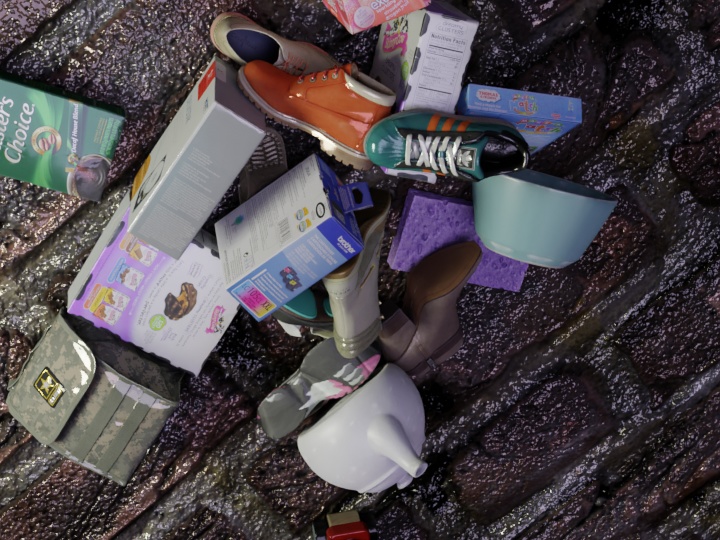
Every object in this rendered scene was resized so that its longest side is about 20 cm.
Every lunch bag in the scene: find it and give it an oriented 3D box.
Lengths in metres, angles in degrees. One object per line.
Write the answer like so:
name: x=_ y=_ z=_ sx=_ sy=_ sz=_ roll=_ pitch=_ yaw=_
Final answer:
lunch bag: x=-0.355 y=0.161 z=1.661 sx=0.198 sy=0.118 sz=0.165 roll=30 pitch=112 yaw=-15

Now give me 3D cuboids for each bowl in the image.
bowl: x=0.227 y=-0.070 z=1.648 sx=0.198 sy=0.201 sz=0.107 roll=12 pitch=102 yaw=-17

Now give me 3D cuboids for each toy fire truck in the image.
toy fire truck: x=0.010 y=0.470 z=1.826 sx=0.127 sy=0.200 sz=0.179 roll=-7 pitch=113 yaw=-9

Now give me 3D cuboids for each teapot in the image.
teapot: x=0.019 y=0.235 z=1.716 sx=0.197 sy=0.200 sz=0.147 roll=-38 pitch=91 yaw=29

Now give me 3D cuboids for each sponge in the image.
sponge: x=0.146 y=-0.041 z=1.742 sx=0.197 sy=0.030 sz=0.113 roll=10 pitch=110 yaw=-18

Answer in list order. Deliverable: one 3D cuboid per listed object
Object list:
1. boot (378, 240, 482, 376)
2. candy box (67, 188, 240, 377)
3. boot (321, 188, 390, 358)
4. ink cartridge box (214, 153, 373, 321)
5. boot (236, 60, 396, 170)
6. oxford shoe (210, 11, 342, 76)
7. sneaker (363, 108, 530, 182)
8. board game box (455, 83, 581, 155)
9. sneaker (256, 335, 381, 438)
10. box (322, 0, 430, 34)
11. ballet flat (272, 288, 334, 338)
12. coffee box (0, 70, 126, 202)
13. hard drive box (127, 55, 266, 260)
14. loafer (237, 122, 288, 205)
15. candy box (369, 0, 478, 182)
boot: x=0.109 y=0.060 z=1.745 sx=0.199 sy=0.071 sz=0.146 roll=-35 pitch=136 yaw=6
candy box: x=-0.259 y=0.018 z=1.652 sx=0.199 sy=0.072 sz=0.169 roll=30 pitch=103 yaw=-21
boot: x=0.000 y=0.000 z=1.659 sx=0.071 sy=0.201 sz=0.156 roll=3 pitch=128 yaw=17
ink cartridge box: x=-0.079 y=-0.051 z=1.559 sx=0.199 sy=0.137 sz=0.076 roll=-35 pitch=129 yaw=16
boot: x=-0.051 y=-0.217 z=1.503 sx=0.198 sy=0.075 sz=0.108 roll=29 pitch=120 yaw=5
oxford shoe: x=-0.095 y=-0.257 z=1.574 sx=0.198 sy=0.074 sz=0.072 roll=20 pitch=104 yaw=-20
sneaker: x=0.105 y=-0.144 z=1.460 sx=0.197 sy=0.080 sz=0.072 roll=-3 pitch=113 yaw=-14
board game box: x=0.174 y=-0.184 z=1.603 sx=0.149 sy=0.200 sz=0.037 roll=5 pitch=80 yaw=-15
sneaker: x=-0.058 y=0.149 z=1.745 sx=0.199 sy=0.086 sz=0.081 roll=-34 pitch=90 yaw=13
box: x=0.004 y=-0.360 z=1.485 sx=0.101 sy=0.200 sz=0.096 roll=-20 pitch=115 yaw=-3
ballet flat: x=-0.066 y=0.062 z=1.713 sx=0.198 sy=0.069 sz=0.069 roll=17 pitch=129 yaw=-24
coffee box: x=-0.403 y=-0.169 z=1.557 sx=0.198 sy=0.044 sz=0.124 roll=17 pitch=107 yaw=-19
hard drive box: x=-0.201 y=-0.139 z=1.540 sx=0.076 sy=0.156 sz=0.201 roll=30 pitch=110 yaw=-21
loafer: x=-0.122 y=-0.113 z=1.634 sx=0.074 sy=0.069 sz=0.202 roll=-5 pitch=129 yaw=-9
candy box: x=0.066 y=-0.235 z=1.559 sx=0.071 sy=0.168 sz=0.203 roll=8 pitch=110 yaw=-17
